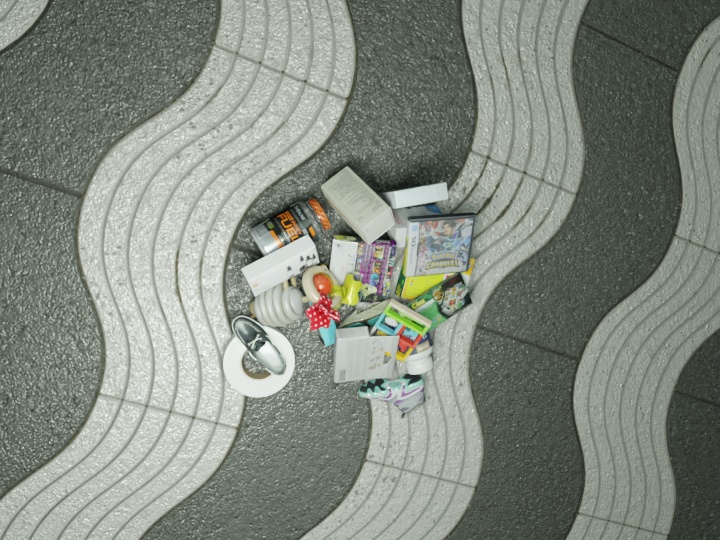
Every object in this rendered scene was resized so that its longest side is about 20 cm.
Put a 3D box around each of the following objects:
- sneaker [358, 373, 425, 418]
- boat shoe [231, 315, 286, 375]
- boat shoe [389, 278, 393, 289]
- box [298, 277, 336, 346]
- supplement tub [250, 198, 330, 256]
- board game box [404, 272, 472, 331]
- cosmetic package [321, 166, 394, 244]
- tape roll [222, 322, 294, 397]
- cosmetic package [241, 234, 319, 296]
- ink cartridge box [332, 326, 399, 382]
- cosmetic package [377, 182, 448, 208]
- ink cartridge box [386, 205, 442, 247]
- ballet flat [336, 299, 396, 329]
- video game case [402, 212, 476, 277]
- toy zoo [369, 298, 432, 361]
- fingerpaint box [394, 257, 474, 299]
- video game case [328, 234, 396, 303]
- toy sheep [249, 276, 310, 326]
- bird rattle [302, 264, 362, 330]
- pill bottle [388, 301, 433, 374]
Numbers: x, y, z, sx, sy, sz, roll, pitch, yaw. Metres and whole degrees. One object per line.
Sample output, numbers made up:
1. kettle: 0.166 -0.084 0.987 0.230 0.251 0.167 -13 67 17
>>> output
1. sneaker: 0.101 0.392 1.807 0.199 0.078 0.140 -9 118 8
2. boat shoe: -0.270 0.204 1.629 0.076 0.060 0.200 -46 104 -5
3. boat shoe: 0.015 -0.016 1.755 0.200 0.057 0.067 36 105 -19
4. box: -0.118 0.111 1.718 0.049 0.082 0.201 -21 101 -11
5. supplement tub: -0.191 -0.109 1.657 0.200 0.122 0.123 -32 102 -9
6. board game box: 0.229 0.096 1.737 0.200 0.023 0.105 -28 105 -22
7. cosmetic package: -0.007 -0.181 1.656 0.103 0.087 0.200 -36 59 -7
8. tape roll: -0.288 0.251 1.697 0.202 0.071 0.203 -1 96 -13
9. cosmetic package: -0.211 -0.012 1.597 0.200 0.083 0.051 -29 57 -12
10. ink cartridge box: 0.012 0.241 1.723 0.175 0.045 0.200 -3 135 -10
11. cosmetic package: 0.140 -0.209 1.687 0.150 0.200 0.052 -9 97 -12
12. ink cartridge box: 0.142 -0.127 1.734 0.199 0.116 0.068 -6 124 -13
13. ballet flat: 0.016 0.136 1.747 0.199 0.063 0.067 -20 145 22
14. video game case: 0.223 -0.072 1.702 0.199 0.026 0.181 -5 119 -14
15. toy zoo: 0.099 0.180 1.692 0.131 0.020 0.200 29 129 0
16. fingerpaint box: 0.221 0.017 1.796 0.199 0.073 0.168 13 93 -16
17. video game case: 0.000 0.000 1.705 0.181 0.036 0.201 5 121 -4
18. toy sheep: -0.222 0.089 1.662 0.199 0.138 0.138 -13 101 25
19. bird rattle: -0.100 0.066 1.622 0.163 0.113 0.200 54 41 2
20. pill bottle: 0.152 0.201 1.778 0.111 0.111 0.201 -19 100 -11
